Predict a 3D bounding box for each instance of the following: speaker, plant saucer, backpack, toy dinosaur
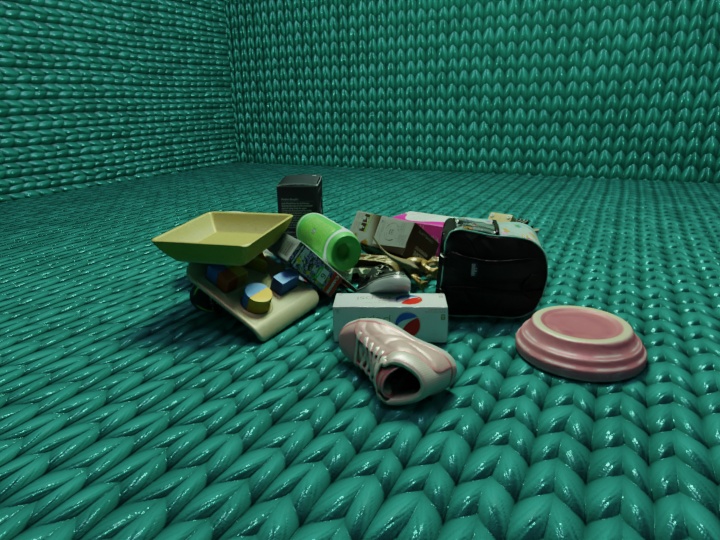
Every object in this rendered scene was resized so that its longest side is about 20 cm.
[{"bbox_3d":[-0.074,-0.065,1.172,0.086,0.092,0.199,-9,22,-26],"label":"speaker"},{"bbox_3d":[0.345,0.105,0.850,0.193,0.053,0.201,0,18,0],"label":"plant saucer"},{"bbox_3d":[0.243,-0.007,1.003,0.193,0.182,0.154,7,22,11],"label":"backpack"},{"bbox_3d":[-0.247,-0.059,1.001,0.193,0.050,0.200,4,21,17],"label":"plant saucer"},{"bbox_3d":[0.111,-0.009,1.155,0.196,0.062,0.106,12,23,-41],"label":"toy dinosaur"}]

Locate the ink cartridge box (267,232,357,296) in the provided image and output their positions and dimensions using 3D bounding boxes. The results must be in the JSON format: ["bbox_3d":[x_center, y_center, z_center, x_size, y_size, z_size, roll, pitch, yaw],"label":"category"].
[{"bbox_3d":[-0.095,0.001,1.100,0.200,0.051,0.108,43,-9,-38],"label":"ink cartridge box"}]

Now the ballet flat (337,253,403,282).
[{"bbox_3d":[0.000,0.000,1.199,0.192,0.070,0.073,4,27,0],"label":"ballet flat"}]

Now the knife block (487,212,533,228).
[{"bbox_3d":[0.364,-0.052,1.357,0.063,0.204,0.176,13,-23,43],"label":"knife block"}]

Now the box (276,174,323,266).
[{"bbox_3d":[-0.148,-0.129,1.364,0.100,0.207,0.148,-1,17,1],"label":"box"}]

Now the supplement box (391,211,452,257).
[{"bbox_3d":[0.179,-0.082,1.365,0.196,0.107,0.100,14,24,37],"label":"supplement box"}]

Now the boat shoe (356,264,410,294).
[{"bbox_3d":[0.035,0.020,1.000,0.066,0.059,0.199,5,-11,-19],"label":"boat shoe"}]

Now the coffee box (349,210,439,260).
[{"bbox_3d":[0.075,-0.070,1.289,0.197,0.082,0.113,18,-9,47],"label":"coffee box"}]

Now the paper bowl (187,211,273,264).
[{"bbox_3d":[-0.301,-0.070,1.242,0.193,0.108,0.201,-6,-6,-1],"label":"paper bowl"}]

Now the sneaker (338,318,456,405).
[{"bbox_3d":[0.029,0.126,0.759,0.196,0.078,0.103,16,18,33],"label":"sneaker"}]

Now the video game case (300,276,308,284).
[{"bbox_3d":[-0.197,0.016,1.096,0.194,0.018,0.143,18,14,-16],"label":"video game case"}]

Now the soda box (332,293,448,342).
[{"bbox_3d":[0.051,0.080,0.925,0.192,0.066,0.068,-1,17,4],"label":"soda box"}]

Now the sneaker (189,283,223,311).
[{"bbox_3d":[-0.308,0.037,1.098,0.078,0.077,0.200,-9,11,6],"label":"sneaker"}]

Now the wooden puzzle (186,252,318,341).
[{"bbox_3d":[-0.191,0.019,0.996,0.198,0.047,0.184,38,34,14],"label":"wooden puzzle"}]

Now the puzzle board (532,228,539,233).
[{"bbox_3d":[0.272,-0.026,1.157,0.194,0.152,0.018,-9,58,-21],"label":"puzzle board"}]
